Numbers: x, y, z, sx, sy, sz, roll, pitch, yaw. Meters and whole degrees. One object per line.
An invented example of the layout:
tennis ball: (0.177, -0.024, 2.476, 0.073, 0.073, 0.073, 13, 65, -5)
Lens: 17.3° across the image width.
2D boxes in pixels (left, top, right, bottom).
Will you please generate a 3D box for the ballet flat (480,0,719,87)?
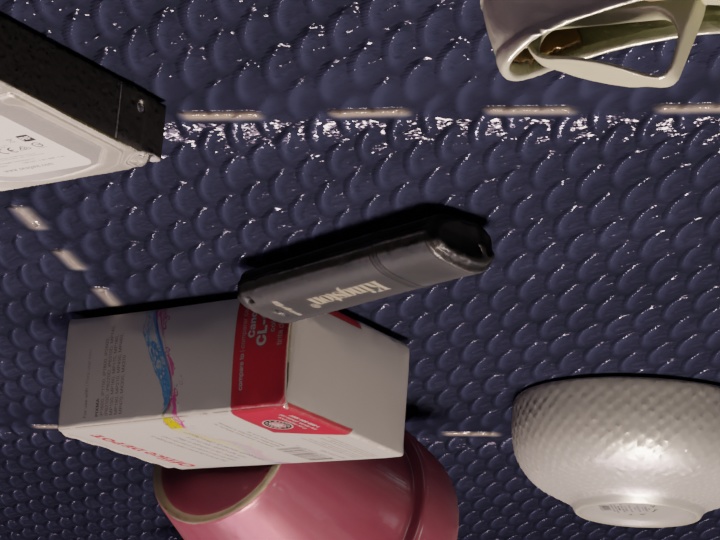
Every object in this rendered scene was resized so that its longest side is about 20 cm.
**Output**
ballet flat: (0.144, -0.108, 0.980, 0.199, 0.070, 0.069, -3, 162, 23)

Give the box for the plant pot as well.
plant pot: (-0.054, 0.174, 1.785, 0.199, 0.201, 0.179, -8, 144, 36)

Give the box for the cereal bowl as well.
cereal bowl: (0.209, 0.142, 1.765, 0.199, 0.084, 0.200, 3, 164, 1)

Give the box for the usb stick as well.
usb stick: (0.000, 0.000, 1.430, 0.055, 0.033, 0.200, 16, 160, -37)

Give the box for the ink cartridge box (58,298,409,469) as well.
ink cartridge box: (-0.086, 0.080, 1.626, 0.199, 0.086, 0.147, -5, 161, 33)

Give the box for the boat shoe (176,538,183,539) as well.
boat shoe: (-0.111, 0.301, 2.419, 0.200, 0.074, 0.063, 2, -154, -30)

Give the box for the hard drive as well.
hard drive: (-0.211, -0.089, 1.181, 0.139, 0.038, 0.200, -7, 159, 33)
